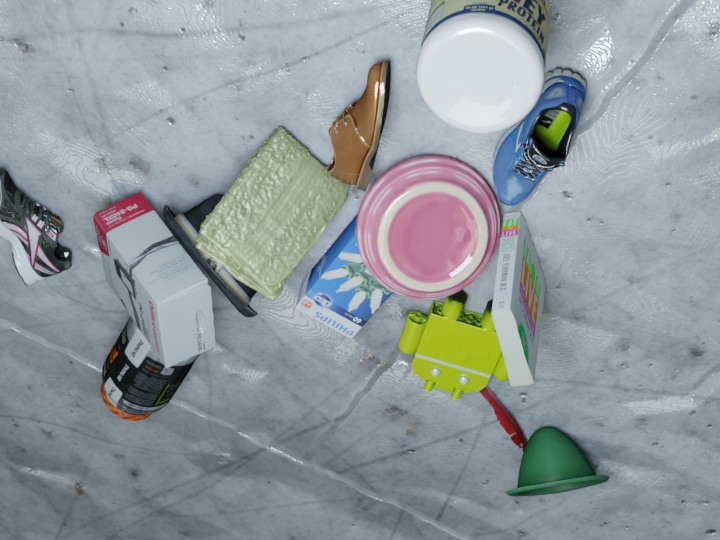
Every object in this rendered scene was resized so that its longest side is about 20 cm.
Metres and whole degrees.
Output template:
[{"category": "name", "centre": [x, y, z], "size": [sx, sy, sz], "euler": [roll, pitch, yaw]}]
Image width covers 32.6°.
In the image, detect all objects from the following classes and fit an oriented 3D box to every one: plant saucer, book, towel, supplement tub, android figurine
[{"category": "plant saucer", "centre": [0.093, -0.051, 1.652], "size": [0.197, 0.051, 0.204], "euler": [-2, 110, -6]}, {"category": "book", "centre": [0.208, 0.035, 1.652], "size": [0.047, 0.201, 0.135], "euler": [-7, 129, 18]}, {"category": "towel", "centre": [-0.118, -0.077, 1.660], "size": [0.148, 0.036, 0.201], "euler": [38, 82, -19]}, {"category": "supplement tub", "centre": [0.144, -0.269, 1.405], "size": [0.143, 0.201, 0.146], "euler": [6, 132, 7]}, {"category": "android figurine", "centre": [0.147, 0.117, 1.843], "size": [0.179, 0.041, 0.202], "euler": [17, 130, -3]}, {"category": "supplement tub", "centre": [-0.325, 0.138, 1.905], "size": [0.121, 0.123, 0.201], "euler": [27, 129, -12]}]

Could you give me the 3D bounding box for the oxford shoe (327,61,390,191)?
[{"category": "oxford shoe", "centre": [-0.004, -0.188, 1.594], "size": [0.070, 0.072, 0.202], "euler": [17, 133, -1]}]

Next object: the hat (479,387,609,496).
[{"category": "hat", "centre": [0.293, 0.257, 1.947], "size": [0.163, 0.179, 0.200], "euler": [-14, 164, 20]}]

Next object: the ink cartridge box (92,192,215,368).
[{"category": "ink cartridge box", "centre": [-0.290, 0.014, 1.732], "size": [0.083, 0.200, 0.146], "euler": [-25, 143, -22]}]

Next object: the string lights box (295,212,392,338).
[{"category": "string lights box", "centre": [0.000, 0.000, 1.760], "size": [0.102, 0.059, 0.200], "euler": [28, 130, -15]}]

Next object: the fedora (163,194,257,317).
[{"category": "fedora", "centre": [-0.187, -0.034, 1.735], "size": [0.091, 0.201, 0.201], "euler": [-39, 120, -4]}]

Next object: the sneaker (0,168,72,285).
[{"category": "sneaker", "centre": [-0.481, -0.072, 1.804], "size": [0.085, 0.081, 0.201], "euler": [-11, 136, 6]}]

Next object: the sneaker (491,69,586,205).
[{"category": "sneaker", "centre": [0.220, -0.156, 1.561], "size": [0.078, 0.090, 0.201], "euler": [20, 131, -5]}]
